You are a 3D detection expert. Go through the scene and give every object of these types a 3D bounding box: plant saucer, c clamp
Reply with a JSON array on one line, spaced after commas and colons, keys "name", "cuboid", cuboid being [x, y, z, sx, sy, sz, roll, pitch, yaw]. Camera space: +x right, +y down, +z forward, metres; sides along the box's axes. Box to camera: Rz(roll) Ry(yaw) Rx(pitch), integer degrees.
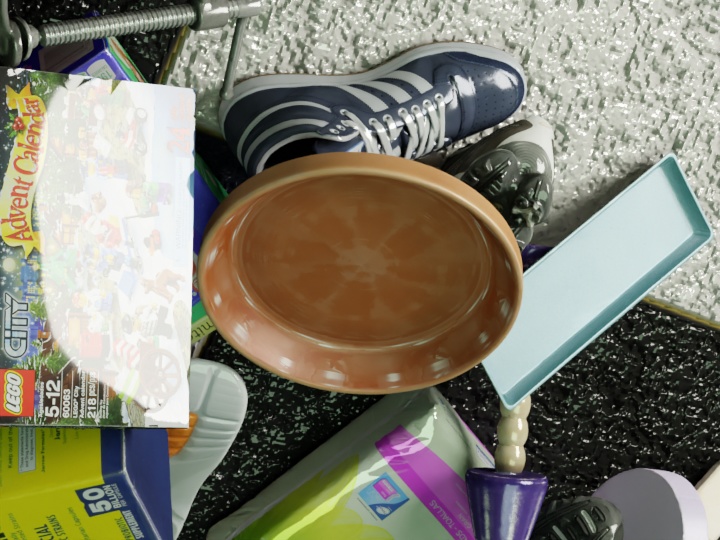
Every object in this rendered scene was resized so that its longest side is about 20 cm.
[{"name": "plant saucer", "cuboid": [0.148, 0.005, 1.520, 0.200, 0.019, 0.070, -39, 111, -23]}, {"name": "plant saucer", "cuboid": [0.000, 0.000, 1.416, 0.199, 0.032, 0.201, 2, 137, 2]}, {"name": "c clamp", "cuboid": [-0.136, -0.160, 1.326, 0.199, 0.027, 0.172, -7, 131, -34]}]

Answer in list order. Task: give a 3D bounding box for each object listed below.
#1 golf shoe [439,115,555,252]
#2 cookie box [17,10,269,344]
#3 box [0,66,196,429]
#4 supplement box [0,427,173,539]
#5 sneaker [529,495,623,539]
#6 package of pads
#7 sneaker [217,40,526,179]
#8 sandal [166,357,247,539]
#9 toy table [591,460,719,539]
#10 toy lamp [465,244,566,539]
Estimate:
[{"name": "golf shoe", "cuboid": [0.064, -0.025, 1.510, 0.078, 0.095, 0.200, 41, 130, -12]}, {"name": "cookie box", "cuboid": [-0.175, -0.031, 1.456, 0.171, 0.075, 0.200, -33, 119, 6]}, {"name": "box", "cuboid": [-0.162, -0.010, 1.332, 0.136, 0.038, 0.202, 3, 85, -37]}, {"name": "supplement box", "cuboid": [-0.225, 0.132, 1.430, 0.199, 0.110, 0.109, -13, 139, 6]}, {"name": "sneaker", "cuboid": [0.131, 0.228, 1.589, 0.079, 0.074, 0.201, -1, 133, -34]}, {"name": "package of pads", "cuboid": [0.013, 0.189, 1.612, 0.200, 0.068, 0.155, -36, 117, 7]}, {"name": "sneaker", "cuboid": [0.016, -0.085, 1.447, 0.198, 0.109, 0.071, -9, 119, -7]}, {"name": "sandal", "cuboid": [-0.134, 0.113, 1.555, 0.079, 0.059, 0.207, 19, 133, -10]}, {"name": "toy table", "cuboid": [0.227, 0.213, 1.614, 0.116, 0.200, 0.185, 9, 77, -20]}, {"name": "toy lamp", "cuboid": [0.102, 0.083, 1.542, 0.058, 0.058, 0.202, 6, 90, -14]}]
